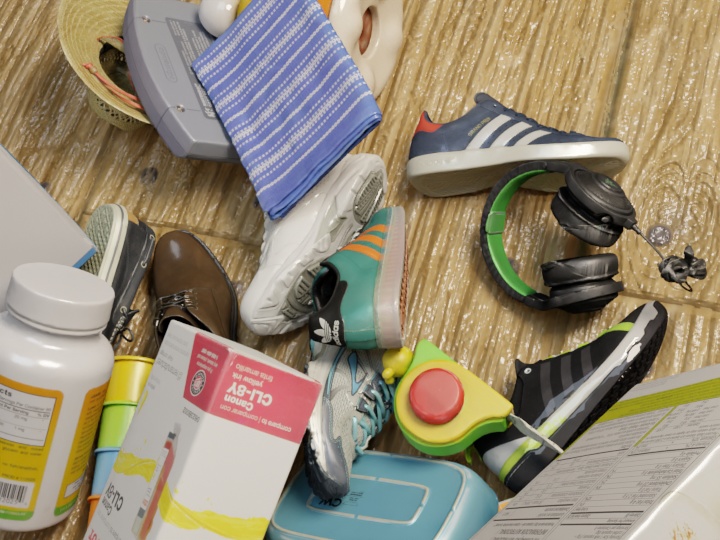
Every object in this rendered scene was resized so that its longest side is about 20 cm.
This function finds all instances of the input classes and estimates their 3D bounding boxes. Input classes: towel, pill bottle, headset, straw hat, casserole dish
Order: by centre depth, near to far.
[{"bbox_3d":[0.010,0.185,0.766,0.199,0.039,0.121,0,36,33],"label":"casserole dish"},{"bbox_3d":[0.179,-0.020,0.814,0.199,0.094,0.124,16,105,36],"label":"headset"},{"bbox_3d":[-0.267,0.101,0.832,0.111,0.111,0.201,25,106,24],"label":"pill bottle"},{"bbox_3d":[-0.071,-0.161,0.897,0.145,0.024,0.201,-41,61,25],"label":"towel"},{"bbox_3d":[-0.234,-0.192,1.027,0.085,0.200,0.202,-48,52,38],"label":"straw hat"}]

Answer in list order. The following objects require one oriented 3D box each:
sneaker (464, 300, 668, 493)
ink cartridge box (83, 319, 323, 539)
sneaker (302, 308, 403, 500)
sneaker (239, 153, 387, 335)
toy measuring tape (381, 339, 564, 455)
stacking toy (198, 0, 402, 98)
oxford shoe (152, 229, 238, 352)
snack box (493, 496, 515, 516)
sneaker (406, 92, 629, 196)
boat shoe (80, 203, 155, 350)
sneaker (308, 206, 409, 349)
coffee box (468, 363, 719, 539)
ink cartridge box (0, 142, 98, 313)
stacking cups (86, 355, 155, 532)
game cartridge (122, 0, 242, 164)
[{"bbox_3d":[0.161,0.086,0.804,0.200,0.072,0.083,-45,61,-10],"label":"sneaker"},{"bbox_3d":[-0.125,0.153,0.762,0.145,0.083,0.201,13,81,61],"label":"ink cartridge box"},{"bbox_3d":[-0.002,0.096,0.809,0.086,0.078,0.201,1,39,1],"label":"sneaker"},{"bbox_3d":[-0.059,-0.030,0.923,0.099,0.078,0.201,20,63,30],"label":"sneaker"},{"bbox_3d":[0.087,0.126,0.752,0.200,0.074,0.074,37,78,24],"label":"toy measuring tape"},{"bbox_3d":[-0.069,-0.245,0.985,0.199,0.146,0.147,14,69,23],"label":"stacking toy"},{"bbox_3d":[-0.151,0.038,0.899,0.072,0.085,0.201,-24,59,4],"label":"oxford shoe"},{"bbox_3d":[0.092,0.282,0.735,0.141,0.053,0.201,-19,61,3],"label":"snack box"},{"bbox_3d":[0.139,-0.121,0.908,0.198,0.075,0.085,-1,69,14],"label":"sneaker"},{"bbox_3d":[-0.238,0.040,0.929,0.074,0.062,0.201,10,81,44],"label":"boat shoe"},{"bbox_3d":[0.000,0.000,0.840,0.079,0.072,0.200,-3,25,6],"label":"sneaker"},{"bbox_3d":[0.215,0.190,0.604,0.197,0.200,0.200,-36,89,-22],"label":"coffee box"},{"bbox_3d":[-0.361,-0.046,0.915,0.147,0.146,0.200,-44,33,-9],"label":"ink cartridge box"},{"bbox_3d":[-0.205,0.175,0.856,0.060,0.061,0.201,-2,64,13],"label":"stacking cups"},{"bbox_3d":[-0.159,-0.186,0.989,0.040,0.133,0.201,-45,56,35],"label":"game cartridge"}]
